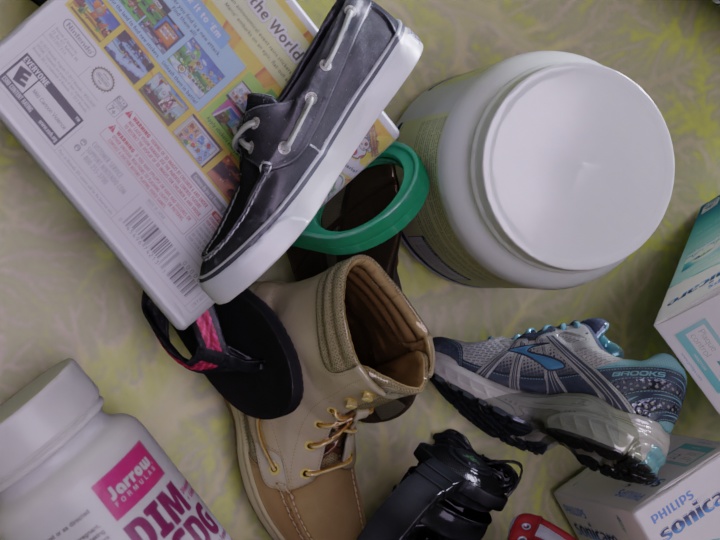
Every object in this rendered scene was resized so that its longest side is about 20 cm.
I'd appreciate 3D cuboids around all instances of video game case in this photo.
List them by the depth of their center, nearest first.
[{"bbox_3d":[-0.104,-0.098,1.221,0.182,0.023,0.200,-42,103,-9],"label":"video game case"}]

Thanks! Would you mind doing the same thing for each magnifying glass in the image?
[{"bbox_3d":[-0.047,-0.035,1.281,0.022,0.199,0.080,51,38,-37],"label":"magnifying glass"}]

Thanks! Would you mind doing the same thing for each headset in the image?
[{"bbox_3d":[0.037,0.156,1.293,0.094,0.199,0.124,34,121,22],"label":"headset"}]

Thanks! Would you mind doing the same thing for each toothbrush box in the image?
[{"bbox_3d":[0.281,0.032,1.340,0.085,0.200,0.147,-33,101,27],"label":"toothbrush box"},{"bbox_3d":[0.229,0.215,1.348,0.085,0.146,0.201,-32,96,-13],"label":"toothbrush box"}]

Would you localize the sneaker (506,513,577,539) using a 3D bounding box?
[{"bbox_3d":[0.068,0.206,1.244,0.198,0.113,0.072,4,126,-21],"label":"sneaker"}]

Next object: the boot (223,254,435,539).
[{"bbox_3d":[-0.011,0.094,1.285,0.072,0.155,0.202,-19,93,-40],"label":"boot"}]

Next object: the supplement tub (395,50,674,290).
[{"bbox_3d":[0.104,-0.061,1.295,0.144,0.200,0.146,0,90,-14],"label":"supplement tub"}]

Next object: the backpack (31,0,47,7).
[{"bbox_3d":[-0.100,-0.230,1.284,0.162,0.154,0.201,27,103,-7],"label":"backpack"}]

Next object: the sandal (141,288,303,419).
[{"bbox_3d":[-0.112,0.020,1.276,0.200,0.075,0.045,48,40,18],"label":"sandal"}]

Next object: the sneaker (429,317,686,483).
[{"bbox_3d":[0.126,0.071,1.321,0.087,0.199,0.078,-58,138,-16],"label":"sneaker"}]

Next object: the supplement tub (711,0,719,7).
[{"bbox_3d":[0.271,-0.232,1.379,0.199,0.122,0.123,33,82,-13],"label":"supplement tub"}]

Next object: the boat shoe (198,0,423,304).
[{"bbox_3d":[-0.044,-0.076,1.191,0.068,0.072,0.201,38,81,-17],"label":"boat shoe"}]

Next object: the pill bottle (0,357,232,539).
[{"bbox_3d":[-0.155,0.162,1.271,0.113,0.113,0.201,-39,99,-11],"label":"pill bottle"}]

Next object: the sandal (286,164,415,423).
[{"bbox_3d":[0.000,0.000,1.343,0.081,0.055,0.202,-10,108,11],"label":"sandal"}]
